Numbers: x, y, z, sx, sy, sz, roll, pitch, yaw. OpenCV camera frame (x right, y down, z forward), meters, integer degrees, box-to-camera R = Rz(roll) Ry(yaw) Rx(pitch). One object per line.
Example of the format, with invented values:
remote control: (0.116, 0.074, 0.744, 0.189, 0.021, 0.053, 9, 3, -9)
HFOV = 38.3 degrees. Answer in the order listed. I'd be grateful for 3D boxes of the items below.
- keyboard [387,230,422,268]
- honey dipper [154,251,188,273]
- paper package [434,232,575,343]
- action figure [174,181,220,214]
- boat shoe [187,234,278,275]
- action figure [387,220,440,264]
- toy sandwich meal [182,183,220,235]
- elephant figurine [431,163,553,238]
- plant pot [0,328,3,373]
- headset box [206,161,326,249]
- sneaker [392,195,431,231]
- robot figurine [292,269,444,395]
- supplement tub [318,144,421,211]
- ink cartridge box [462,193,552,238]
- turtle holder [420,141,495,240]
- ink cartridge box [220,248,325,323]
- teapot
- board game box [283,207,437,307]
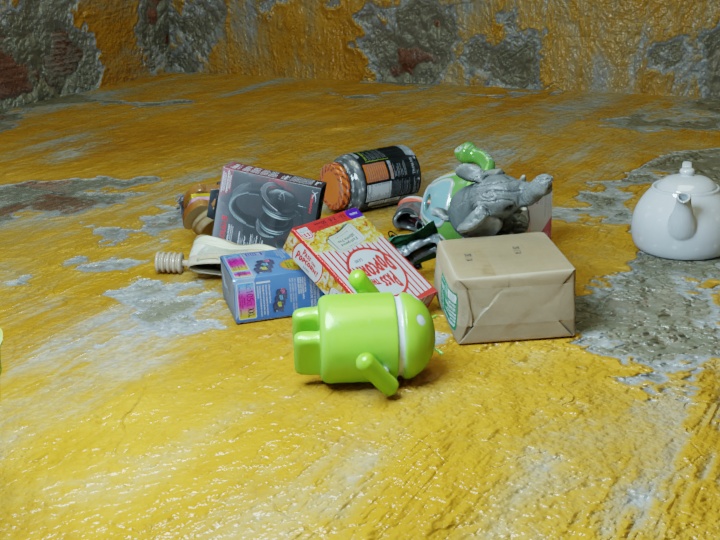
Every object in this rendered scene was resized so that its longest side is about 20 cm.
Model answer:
keyboard: (0.043, -0.044, 1.882, 0.103, 0.040, 0.200, -12, 22, -25)
honey dipper: (-0.262, -0.010, 1.827, 0.197, 0.039, 0.038, 3, 19, 5)
paper package: (0.215, 0.023, 1.569, 0.188, 0.105, 0.200, -5, 20, -4)
action figure: (-0.304, -0.150, 2.188, 0.197, 0.070, 0.130, 2, 24, 21)
boat shoe: (-0.197, -0.007, 1.768, 0.197, 0.072, 0.066, 13, 61, 6)
action figure: (0.042, -0.014, 1.727, 0.198, 0.118, 0.055, -19, 57, 7)
toy sandwich meal: (-0.242, -0.119, 1.961, 0.203, 0.071, 0.205, -17, -14, -4)
elephant figurine: (0.206, -0.115, 1.651, 0.155, 0.142, 0.200, -40, -14, -2)
plant pot: (-0.456, 0.171, 1.061, 0.197, 0.196, 0.201, -1, 18, 0)
headset box: (-0.171, -0.099, 1.827, 0.197, 0.151, 0.077, 13, 14, 3)
sneaker: (0.151, -0.096, 1.998, 0.198, 0.078, 0.082, -1, 30, 30)
robot figurine: (0.009, 0.089, 1.374, 0.197, 0.117, 0.177, -2, 41, -4)
supplement tub: (0.019, -0.192, 2.188, 0.198, 0.124, 0.122, -13, 21, -31)
ink cartridge box: (0.260, -0.074, 1.827, 0.067, 0.118, 0.199, 14, 25, 39)
turtle holder: (0.181, -0.130, 1.885, 0.131, 0.188, 0.140, 13, 25, 35)
ink cartridge box: (-0.117, 0.017, 1.667, 0.197, 0.077, 0.136, -6, 19, -16)
teapot: (0.581, -0.113, 1.862, 0.195, 0.148, 0.200, -10, 19, -24)
board game box: (0.000, 0.000, 1.594, 0.200, 0.047, 0.151, 46, 41, 20)
